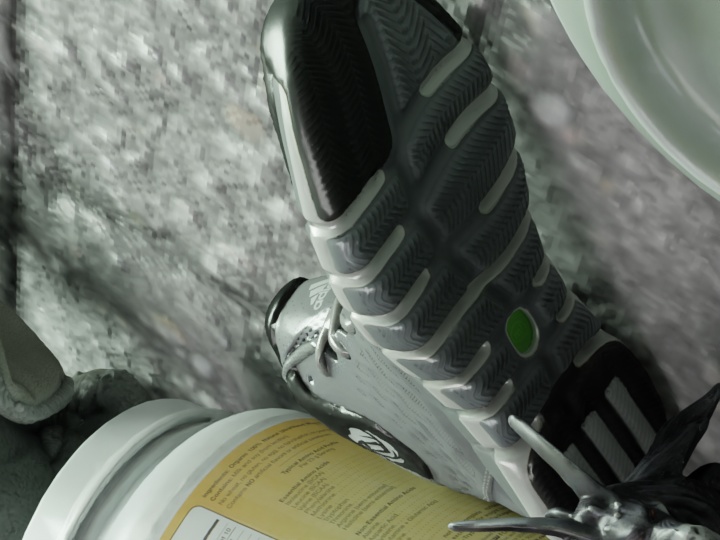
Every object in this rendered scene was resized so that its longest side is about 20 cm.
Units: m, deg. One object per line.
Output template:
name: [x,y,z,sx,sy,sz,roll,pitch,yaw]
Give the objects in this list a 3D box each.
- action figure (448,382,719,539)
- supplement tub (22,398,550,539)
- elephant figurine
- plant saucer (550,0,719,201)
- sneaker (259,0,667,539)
action figure: [0.125,0.103,0.710,0.200,0.119,0.102,36,152,-13]
supplement tub: [-0.002,0.130,0.854,0.199,0.145,0.145,19,142,33]
elephant figurine: [-0.168,0.036,0.928,0.155,0.142,0.201,15,144,46]
plant saucer: [0.105,-0.061,0.591,0.199,0.050,0.201,29,146,22]
sneaker: [0.000,0.000,0.763,0.115,0.075,0.201,7,135,48]
